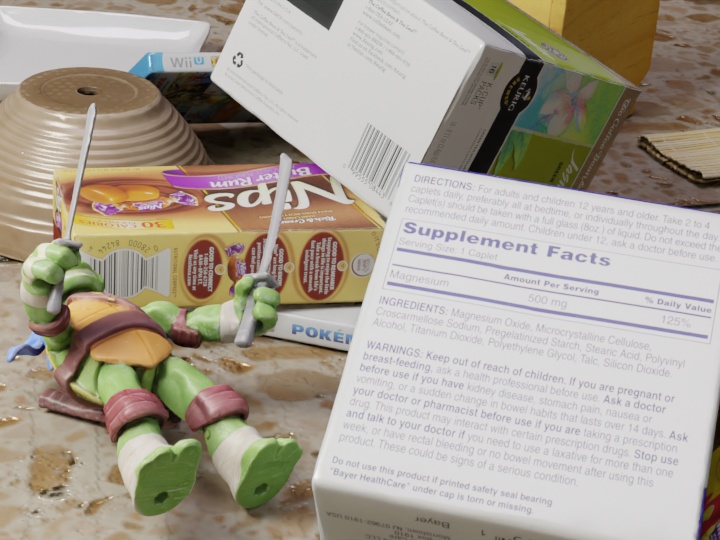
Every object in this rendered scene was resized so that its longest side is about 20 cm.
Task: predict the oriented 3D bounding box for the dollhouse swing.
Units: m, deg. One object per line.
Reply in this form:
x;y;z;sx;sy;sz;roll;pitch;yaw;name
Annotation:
0.129;-0.232;1.556;0.175;0.201;0.181;24;31;36;dollhouse swing

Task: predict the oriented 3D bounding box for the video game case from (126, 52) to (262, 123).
-0.089;-0.139;1.427;0.199;0.018;0.143;-3;-10;-25;video game case

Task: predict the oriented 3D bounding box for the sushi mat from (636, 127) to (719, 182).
0.333;-0.103;1.538;0.199;0.012;0.096;-8;29;-26;sushi mat

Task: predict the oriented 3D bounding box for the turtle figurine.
-0.105;0.024;1.007;0.200;0.144;0.194;-39;54;4;turtle figurine

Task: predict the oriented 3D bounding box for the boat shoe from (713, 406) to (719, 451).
0.176;0.078;1.068;0.199;0.074;0.063;-3;18;-27;boat shoe

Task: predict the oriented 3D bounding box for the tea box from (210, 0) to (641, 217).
0.045;-0.127;1.270;0.196;0.134;0.200;6;27;-50;tea box

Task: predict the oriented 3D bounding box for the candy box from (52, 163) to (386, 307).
-0.091;-0.023;1.192;0.199;0.057;0.117;-3;24;-14;candy box

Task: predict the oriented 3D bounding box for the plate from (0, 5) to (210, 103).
-0.233;-0.174;1.564;0.199;0.032;0.200;4;26;-1;plate

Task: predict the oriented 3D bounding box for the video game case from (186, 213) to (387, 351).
0.000;0.000;1.250;0.181;0.022;0.200;10;26;12;video game case

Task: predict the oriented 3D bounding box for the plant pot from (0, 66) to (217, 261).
-0.191;-0.084;1.313;0.200;0.093;0.201;5;25;-2;plant pot

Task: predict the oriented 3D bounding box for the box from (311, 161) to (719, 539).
0.088;0.064;0.943;0.183;0.105;0.201;10;56;10;box

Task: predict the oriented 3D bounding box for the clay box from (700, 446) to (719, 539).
0.210;0.159;0.862;0.115;0.048;0.200;40;26;-7;clay box
